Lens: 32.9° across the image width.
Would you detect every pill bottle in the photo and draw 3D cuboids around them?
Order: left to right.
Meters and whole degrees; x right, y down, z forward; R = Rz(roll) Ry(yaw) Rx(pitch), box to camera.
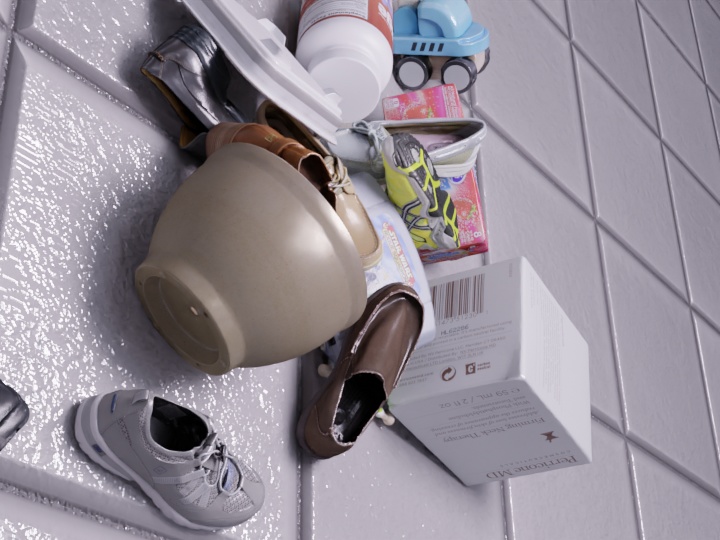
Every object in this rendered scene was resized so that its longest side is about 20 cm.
[{"bbox_3d":[-0.018,-0.259,1.406,0.112,0.112,0.200,47,27,-31],"label":"pill bottle"}]

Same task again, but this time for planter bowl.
[{"bbox_3d":[-0.112,0.006,1.074,0.135,0.200,0.201,-40,107,-30],"label":"planter bowl"}]

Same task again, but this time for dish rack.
[{"bbox_3d":[-0.098,-0.225,1.256,0.200,0.044,0.172,50,12,34],"label":"dish rack"}]

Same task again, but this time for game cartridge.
[{"bbox_3d":[0.000,0.000,1.293,0.133,0.042,0.201,-22,88,-24],"label":"game cartridge"}]

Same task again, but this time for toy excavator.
[{"bbox_3d":[0.077,-0.353,1.638,0.100,0.194,0.201,-52,144,-55],"label":"toy excavator"}]

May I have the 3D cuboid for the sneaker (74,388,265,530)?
[{"bbox_3d":[-0.141,0.159,1.013,0.200,0.082,0.075,37,43,-41],"label":"sneaker"}]

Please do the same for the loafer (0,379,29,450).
[{"bbox_3d":[-0.299,0.135,0.804,0.070,0.068,0.201,42,38,-7],"label":"loafer"}]

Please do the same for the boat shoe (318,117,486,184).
[{"bbox_3d":[0.046,-0.143,1.374,0.201,0.065,0.075,-2,53,-22],"label":"boat shoe"}]

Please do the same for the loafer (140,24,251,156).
[{"bbox_3d":[-0.151,-0.140,1.211,0.072,0.073,0.200,-38,113,-25],"label":"loafer"}]

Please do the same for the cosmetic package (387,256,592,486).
[{"bbox_3d":[0.153,0.119,1.398,0.200,0.167,0.167,47,36,-42],"label":"cosmetic package"}]

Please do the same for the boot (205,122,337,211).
[{"bbox_3d":[-0.070,-0.043,1.154,0.074,0.155,0.200,-38,125,-24],"label":"boot"}]

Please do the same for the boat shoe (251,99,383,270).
[{"bbox_3d":[-0.045,-0.087,1.237,0.072,0.065,0.200,-31,78,-28],"label":"boat shoe"}]

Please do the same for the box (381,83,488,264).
[{"bbox_3d":[0.093,-0.115,1.492,0.100,0.095,0.201,38,41,-79],"label":"box"}]

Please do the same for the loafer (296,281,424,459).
[{"bbox_3d":[0.014,0.103,1.219,0.073,0.071,0.200,35,73,-23],"label":"loafer"}]

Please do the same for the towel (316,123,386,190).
[{"bbox_3d":[-0.007,-0.089,1.413,0.133,0.034,0.200,47,31,-32],"label":"towel"}]

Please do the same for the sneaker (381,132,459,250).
[{"bbox_3d":[0.053,-0.076,1.346,0.200,0.076,0.076,59,24,-53],"label":"sneaker"}]

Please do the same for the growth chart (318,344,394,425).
[{"bbox_3d":[-0.010,0.057,1.346,0.145,0.018,0.201,36,43,-41],"label":"growth chart"}]
